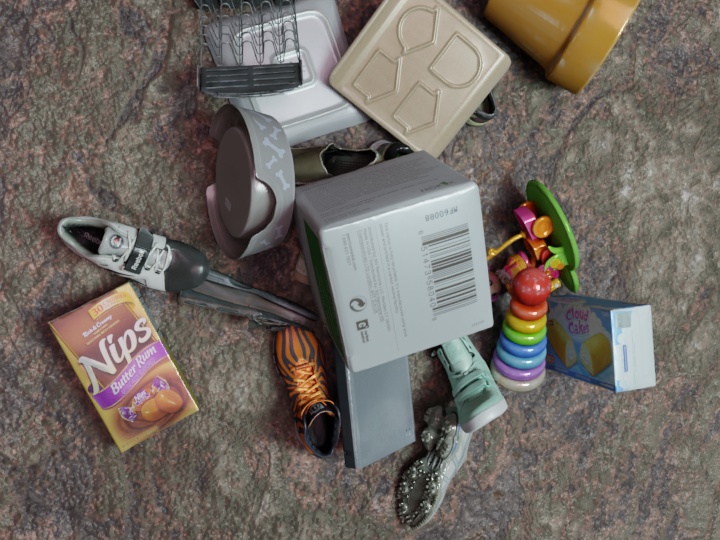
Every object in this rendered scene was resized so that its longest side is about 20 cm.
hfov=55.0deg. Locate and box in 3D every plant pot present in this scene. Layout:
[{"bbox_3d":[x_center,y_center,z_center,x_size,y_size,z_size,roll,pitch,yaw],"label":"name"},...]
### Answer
[{"bbox_3d":[0.290,-0.393,1.018,0.183,0.200,0.201,29,85,1],"label":"plant pot"}]

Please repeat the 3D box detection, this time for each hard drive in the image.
[{"bbox_3d":[0.021,0.167,1.003,0.139,0.033,0.201,-10,95,-49],"label":"hard drive"}]

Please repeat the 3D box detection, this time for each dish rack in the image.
[{"bbox_3d":[-0.150,-0.315,0.918,0.153,0.055,0.201,-5,62,-3],"label":"dish rack"}]

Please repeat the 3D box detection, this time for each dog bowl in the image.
[{"bbox_3d":[-0.146,-0.115,0.907,0.059,0.200,0.201,-5,93,-29],"label":"dog bowl"}]

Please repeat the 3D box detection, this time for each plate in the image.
[{"bbox_3d":[-0.098,-0.285,0.992,0.199,0.032,0.201,-21,96,-12],"label":"plate"}]

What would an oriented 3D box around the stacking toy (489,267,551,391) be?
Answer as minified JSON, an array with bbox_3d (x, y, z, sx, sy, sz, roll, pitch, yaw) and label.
[{"bbox_3d":[0.243,0.083,1.016,0.085,0.085,0.200,-11,130,-14],"label":"stacking toy"}]

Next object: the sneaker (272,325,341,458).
[{"bbox_3d":[-0.067,0.167,0.973,0.077,0.112,0.201,-17,95,-14],"label":"sneaker"}]

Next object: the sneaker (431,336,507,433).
[{"bbox_3d":[0.146,0.154,0.993,0.074,0.200,0.118,-33,92,8],"label":"sneaker"}]

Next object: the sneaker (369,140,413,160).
[{"bbox_3d":[0.076,-0.102,1.012,0.074,0.087,0.200,-27,98,-15],"label":"sneaker"}]

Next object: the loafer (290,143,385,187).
[{"bbox_3d":[-0.055,-0.148,0.958,0.199,0.070,0.075,1,60,8],"label":"loafer"}]

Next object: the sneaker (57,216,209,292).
[{"bbox_3d":[-0.298,-0.022,0.898,0.199,0.089,0.074,15,85,-1],"label":"sneaker"}]

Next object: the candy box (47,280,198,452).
[{"bbox_3d":[-0.317,0.128,0.937,0.116,0.056,0.200,-28,97,-11],"label":"candy box"}]

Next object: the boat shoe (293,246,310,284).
[{"bbox_3d":[0.000,0.000,1.014,0.199,0.072,0.065,6,127,-25],"label":"boat shoe"}]

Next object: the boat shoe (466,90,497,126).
[{"bbox_3d":[0.141,-0.307,1.035,0.072,0.066,0.201,-40,101,-10],"label":"boat shoe"}]

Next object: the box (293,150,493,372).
[{"bbox_3d":[0.037,-0.019,0.877,0.199,0.171,0.200,-17,117,-10],"label":"box"}]

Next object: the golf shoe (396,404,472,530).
[{"bbox_3d":[0.125,0.302,1.049,0.097,0.078,0.200,11,106,-42],"label":"golf shoe"}]

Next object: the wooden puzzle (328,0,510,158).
[{"bbox_3d":[0.083,-0.284,0.986,0.200,0.046,0.185,35,105,-16],"label":"wooden puzzle"}]

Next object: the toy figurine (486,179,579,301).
[{"bbox_3d":[0.218,-0.011,1.054,0.184,0.150,0.200,-26,123,1],"label":"toy figurine"}]

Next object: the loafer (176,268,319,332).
[{"bbox_3d":[-0.158,0.051,0.964,0.200,0.072,0.063,22,87,0],"label":"loafer"}]

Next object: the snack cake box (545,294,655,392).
[{"bbox_3d":[0.346,0.102,1.032,0.067,0.200,0.115,-7,93,-14],"label":"snack cake box"}]
